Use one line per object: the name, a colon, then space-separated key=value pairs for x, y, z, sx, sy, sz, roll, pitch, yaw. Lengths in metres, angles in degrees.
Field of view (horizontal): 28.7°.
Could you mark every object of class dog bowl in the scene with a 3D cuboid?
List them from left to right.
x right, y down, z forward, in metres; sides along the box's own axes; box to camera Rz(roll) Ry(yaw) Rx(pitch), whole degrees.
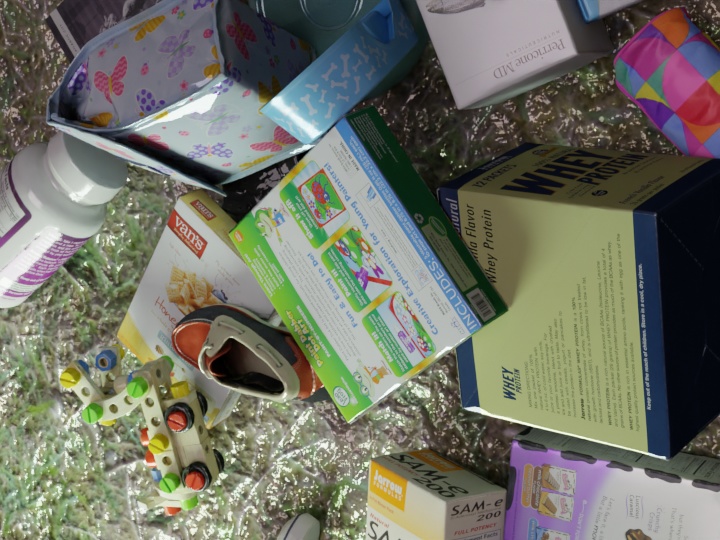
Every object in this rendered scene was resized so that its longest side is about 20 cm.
dog bowl: x=-0.011 y=-0.169 z=1.184 sx=0.111 sy=0.200 sz=0.050 roll=-37 pitch=99 yaw=31

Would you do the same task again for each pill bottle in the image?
pill bottle: x=-0.330 y=-0.060 z=1.438 sx=0.199 sy=0.112 sz=0.113 roll=-38 pitch=81 yaw=27

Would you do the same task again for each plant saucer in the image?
plant saucer: x=-0.024 y=-0.254 z=1.295 sx=0.198 sy=0.027 sz=0.203 roll=5 pitch=101 yaw=26

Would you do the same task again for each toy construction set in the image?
toy construction set: x=-0.207 y=0.167 z=1.395 sx=0.130 sy=0.092 sz=0.202 roll=-10 pitch=118 yaw=21

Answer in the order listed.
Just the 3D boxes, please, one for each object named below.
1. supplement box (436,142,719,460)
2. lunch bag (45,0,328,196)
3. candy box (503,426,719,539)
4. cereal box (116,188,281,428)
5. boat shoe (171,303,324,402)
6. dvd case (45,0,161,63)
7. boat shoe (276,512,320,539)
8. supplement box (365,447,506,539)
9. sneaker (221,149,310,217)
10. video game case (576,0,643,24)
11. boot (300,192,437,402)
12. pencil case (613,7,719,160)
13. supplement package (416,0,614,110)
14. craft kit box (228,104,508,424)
supplement box: x=0.187 y=0.016 z=1.129 sx=0.198 sy=0.134 sz=0.203 roll=9 pitch=115 yaw=40
lunch bag: x=-0.155 y=-0.146 z=1.257 sx=0.198 sy=0.169 sz=0.129 roll=-19 pitch=67 yaw=26
candy box: x=0.228 y=0.238 z=1.226 sx=0.198 sy=0.071 sz=0.170 roll=10 pitch=103 yaw=26
cereal box: x=-0.153 y=0.040 z=1.381 sx=0.144 sy=0.039 sz=0.201 roll=42 pitch=130 yaw=16
boat shoe: x=-0.112 y=0.079 z=1.291 sx=0.198 sy=0.062 sz=0.072 roll=12 pitch=117 yaw=41
dvd case: x=-0.215 y=-0.249 z=1.398 sx=0.199 sy=0.016 sz=0.150 roll=-37 pitch=81 yaw=28
boat shoe: x=-0.104 y=0.317 z=1.415 sx=0.069 sy=0.071 sz=0.202 roll=31 pitch=118 yaw=16
supplement box: x=0.064 y=0.280 z=1.289 sx=0.126 sy=0.073 sz=0.203 roll=18 pitch=109 yaw=55
sneaker: x=-0.084 y=-0.065 z=1.343 sx=0.103 sy=0.060 sz=0.203 roll=-13 pitch=88 yaw=28
video game case: x=0.245 y=-0.301 z=1.114 sx=0.198 sy=0.018 sz=0.145 roll=-22 pitch=89 yaw=8
boot: x=0.025 y=0.029 z=1.287 sx=0.163 sy=0.066 sz=0.202 roll=4 pitch=118 yaw=-12
pencil case: x=0.288 y=-0.116 z=1.128 sx=0.088 sy=0.088 sz=0.201 roll=-43 pitch=77 yaw=26
supplement package: x=0.112 y=-0.251 z=1.173 sx=0.116 sy=0.117 sz=0.202 roll=-22 pitch=89 yaw=25
craft kit box: x=0.000 y=0.000 z=1.167 sx=0.197 sy=0.048 sz=0.201 roll=-38 pitch=82 yaw=43
